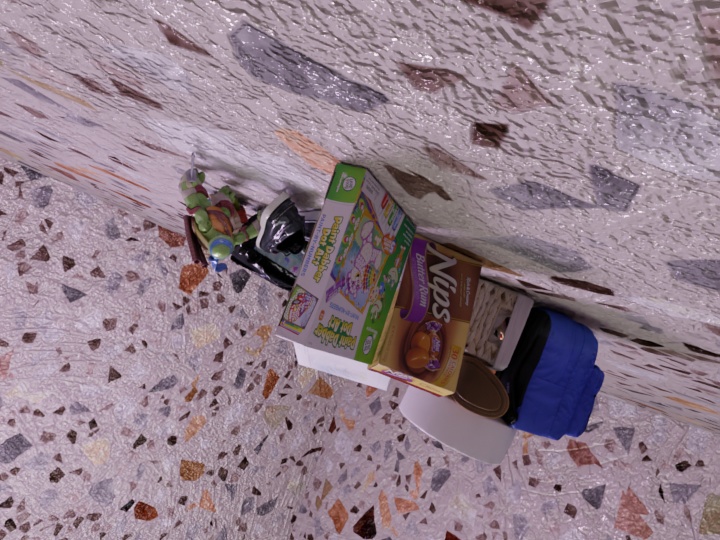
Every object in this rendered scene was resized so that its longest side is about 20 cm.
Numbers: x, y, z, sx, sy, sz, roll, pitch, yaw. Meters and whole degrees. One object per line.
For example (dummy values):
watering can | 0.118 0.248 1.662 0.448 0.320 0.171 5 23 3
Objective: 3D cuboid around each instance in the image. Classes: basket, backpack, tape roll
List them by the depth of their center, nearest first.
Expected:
backpack | 0.329 0.173 0.974 0.166 0.202 0.162 16 -179 -11
tape roll | 0.171 0.256 0.979 0.201 0.071 0.202 26 180 0
basket | 0.200 0.089 0.998 0.122 0.137 0.200 25 173 -2
backpack | -0.155 -0.031 1.135 0.199 0.127 0.167 31 172 -18

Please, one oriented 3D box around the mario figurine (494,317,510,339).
mario figurine | 0.303 0.135 1.107 0.198 0.125 0.106 12 -177 29

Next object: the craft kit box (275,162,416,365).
craft kit box | -0.006 0.004 0.669 0.048 0.199 0.200 19 174 25

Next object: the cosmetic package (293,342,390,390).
cosmetic package | -0.019 0.132 1.093 0.198 0.124 0.200 14 155 5

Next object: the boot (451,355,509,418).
boot | 0.190 0.190 0.946 0.199 0.074 0.154 34 179 41

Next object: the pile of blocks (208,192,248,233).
pile of blocks | -0.262 -0.124 1.113 0.062 0.083 0.200 -21 -162 -16

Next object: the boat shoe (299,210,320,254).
boat shoe | -0.085 -0.058 0.972 0.071 0.068 0.200 23 173 -22

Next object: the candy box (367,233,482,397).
candy box | 0.095 0.062 0.789 0.116 0.202 0.056 22 157 -10

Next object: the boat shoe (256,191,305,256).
boat shoe | -0.117 -0.056 0.885 0.066 0.075 0.199 44 157 3

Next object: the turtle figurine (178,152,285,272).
turtle figurine | -0.215 -0.117 0.891 0.143 0.202 0.194 -6 -149 -25
